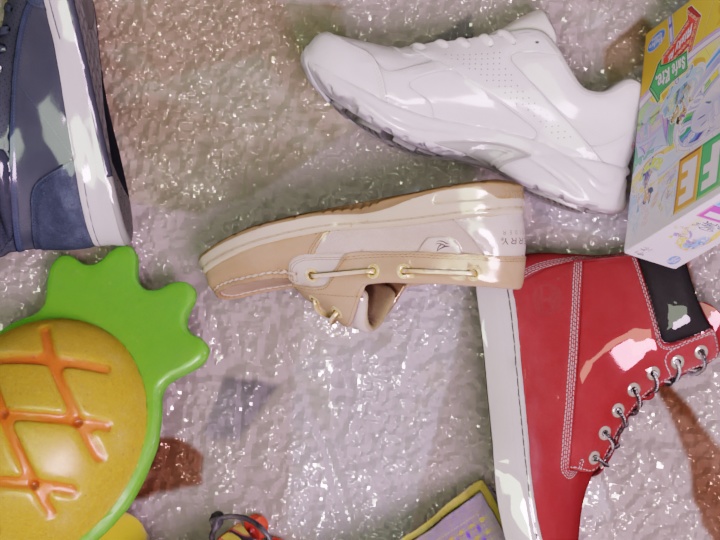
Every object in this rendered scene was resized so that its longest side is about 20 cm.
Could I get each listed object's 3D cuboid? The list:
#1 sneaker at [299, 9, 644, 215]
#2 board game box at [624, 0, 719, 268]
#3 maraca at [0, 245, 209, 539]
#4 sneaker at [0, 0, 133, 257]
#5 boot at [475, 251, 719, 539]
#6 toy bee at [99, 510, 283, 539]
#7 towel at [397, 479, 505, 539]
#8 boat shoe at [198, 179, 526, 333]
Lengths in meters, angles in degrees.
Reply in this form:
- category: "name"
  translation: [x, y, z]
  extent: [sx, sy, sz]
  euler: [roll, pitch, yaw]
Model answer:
- category: "sneaker"
  translation: [0.067, -0.105, 1.235]
  extent: [0.199, 0.078, 0.100]
  euler: [20, 88, -4]
- category: "board game box"
  translation: [0.203, -0.095, 1.123]
  extent: [0.034, 0.200, 0.135]
  euler: [16, 67, -18]
- category: "maraca"
  translation: [-0.170, 0.079, 1.252]
  extent: [0.137, 0.107, 0.200]
  euler: [31, 80, 19]
- category: "sneaker"
  translation: [-0.219, -0.104, 1.261]
  extent: [0.145, 0.077, 0.203]
  euler: [-9, 93, 5]
- category: "boot"
  translation: [0.143, 0.086, 1.226]
  extent: [0.143, 0.072, 0.201]
  euler: [-5, 84, 5]
- category: "toy bee"
  translation: [-0.088, 0.190, 1.259]
  extent: [0.199, 0.109, 0.132]
  euler: [-16, 99, 32]
- category: "towel"
  translation: [0.062, 0.234, 1.232]
  extent: [0.143, 0.023, 0.201]
  euler: [-26, 90, -31]
- category: "boat shoe"
  translation: [0.000, 0.000, 1.221]
  extent: [0.199, 0.074, 0.070]
  euler: [-12, 85, 29]
